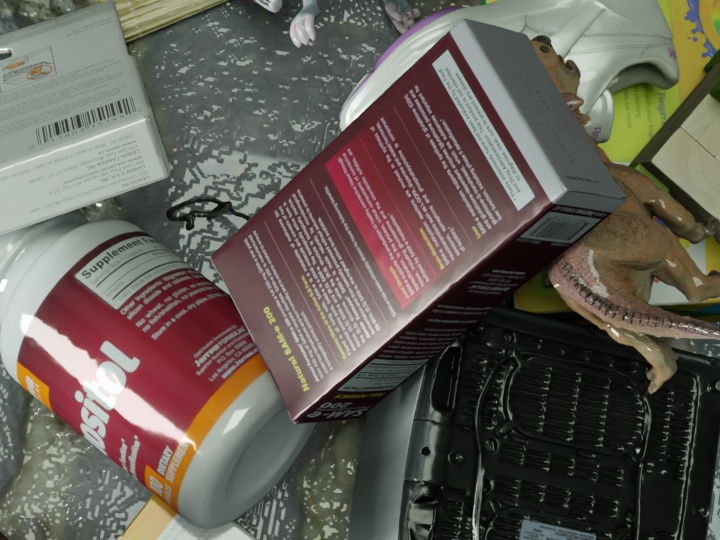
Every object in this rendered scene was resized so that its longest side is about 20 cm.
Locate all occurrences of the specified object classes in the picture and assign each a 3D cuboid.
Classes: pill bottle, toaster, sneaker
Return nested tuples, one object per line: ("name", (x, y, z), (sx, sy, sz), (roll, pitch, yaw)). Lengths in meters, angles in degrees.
("pill bottle", (-0.126, 0.044, 1.018), (0.200, 0.113, 0.113), (36, 77, 20))
("toaster", (0.089, 0.122, 1.006), (0.200, 0.119, 0.181), (13, 76, -16))
("sneaker", (0.087, -0.106, 1.019), (0.200, 0.075, 0.100), (-23, 78, -6))

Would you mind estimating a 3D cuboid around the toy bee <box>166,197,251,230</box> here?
("toy bee", (0.000, 0.000, 1.060), (0.131, 0.200, 0.109), (-26, 110, -43))

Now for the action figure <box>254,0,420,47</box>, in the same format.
("action figure", (0.000, -0.212, 1.072), (0.200, 0.134, 0.149), (-15, 93, 14))

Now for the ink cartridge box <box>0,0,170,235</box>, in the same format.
("ink cartridge box", (-0.219, -0.077, 1.047), (0.200, 0.176, 0.045), (-19, 122, -3))

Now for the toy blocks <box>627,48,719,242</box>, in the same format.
("toy blocks", (0.255, -0.073, 1.020), (0.137, 0.100, 0.200), (41, 88, -4))

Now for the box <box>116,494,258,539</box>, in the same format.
("box", (-0.066, 0.222, 1.029), (0.200, 0.041, 0.119), (38, 78, 3))

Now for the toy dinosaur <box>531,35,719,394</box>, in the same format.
("toy dinosaur", (0.119, -0.021, 0.939), (0.136, 0.200, 0.086), (34, 114, -30))

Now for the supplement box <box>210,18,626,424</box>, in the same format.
("supplement box", (0.024, -0.020, 0.919), (0.200, 0.061, 0.109), (-40, 65, 28))

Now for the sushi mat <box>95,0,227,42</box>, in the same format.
("sushi mat", (-0.082, -0.219, 1.140), (0.200, 0.012, 0.096), (-24, 80, -8))

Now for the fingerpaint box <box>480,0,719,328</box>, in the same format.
("fingerpaint box", (0.160, -0.068, 1.091), (0.167, 0.073, 0.200), (-4, 78, -4))

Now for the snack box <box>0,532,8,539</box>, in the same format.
("snack box", (-0.198, 0.203, 0.941), (0.053, 0.200, 0.142), (-15, 79, -7))
